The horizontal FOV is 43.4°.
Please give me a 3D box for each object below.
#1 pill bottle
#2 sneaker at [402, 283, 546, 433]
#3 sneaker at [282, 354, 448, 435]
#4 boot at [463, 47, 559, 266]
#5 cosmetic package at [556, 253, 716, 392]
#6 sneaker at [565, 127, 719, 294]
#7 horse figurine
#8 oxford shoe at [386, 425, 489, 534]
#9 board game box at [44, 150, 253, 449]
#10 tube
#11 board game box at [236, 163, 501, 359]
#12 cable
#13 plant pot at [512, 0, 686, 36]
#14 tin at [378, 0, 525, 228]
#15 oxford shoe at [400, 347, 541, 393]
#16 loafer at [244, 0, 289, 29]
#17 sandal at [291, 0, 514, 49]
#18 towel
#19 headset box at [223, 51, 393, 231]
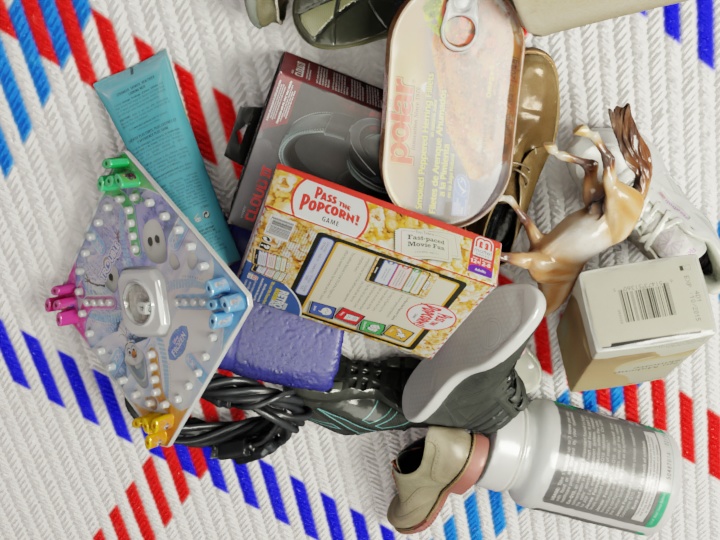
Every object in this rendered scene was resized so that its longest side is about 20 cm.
[{"bbox_3d":[0.219,0.199,0.943,0.198,0.113,0.114,15,115,-8],"label":"pill bottle"},{"bbox_3d":[0.130,0.086,0.851,0.098,0.071,0.200,16,134,-26],"label":"sneaker"},{"bbox_3d":[0.014,0.133,0.946,0.198,0.076,0.080,13,134,-3],"label":"sneaker"},{"bbox_3d":[0.141,-0.097,0.821,0.073,0.076,0.202,9,115,-2],"label":"boot"},{"bbox_3d":[0.244,0.055,0.829,0.104,0.200,0.072,-10,72,5],"label":"cosmetic package"},{"bbox_3d":[0.271,-0.055,0.827,0.199,0.100,0.075,38,112,-15],"label":"sneaker"},{"bbox_3d":[0.184,-0.046,0.788,0.132,0.050,0.200,38,107,-22],"label":"horse figurine"},{"bbox_3d":[0.063,0.216,0.959,0.074,0.071,0.201,24,135,-7],"label":"oxford shoe"},{"bbox_3d":[-0.203,0.030,0.824,0.200,0.026,0.201,47,124,21],"label":"board game box"},{"bbox_3d":[-0.171,-0.091,0.820,0.077,0.050,0.202,-22,93,6],"label":"tube"},{"bbox_3d":[0.000,0.000,0.785,0.198,0.047,0.152,19,147,-9],"label":"board game box"},{"bbox_3d":[-0.140,0.135,0.901,0.163,0.051,0.199,34,143,-26],"label":"cable"},{"bbox_3d":[0.195,-0.271,0.684,0.182,0.201,0.202,-18,115,20],"label":"plant pot"},{"bbox_3d":[0.071,-0.135,0.743,0.111,0.042,0.202,0,108,-13],"label":"tin"},{"bbox_3d":[0.099,0.078,0.916,0.199,0.058,0.075,31,110,-16],"label":"oxford shoe"},{"bbox_3d":[-0.041,-0.286,0.727,0.069,0.075,0.201,20,114,-5],"label":"loafer"},{"bbox_3d":[0.039,-0.230,0.763,0.199,0.057,0.081,-7,95,-8],"label":"sandal"},{"bbox_3d":[-0.109,0.028,0.880,0.198,0.050,0.149,12,95,-4],"label":"towel"},{"bbox_3d":[-0.021,-0.094,0.821,0.198,0.077,0.150,19,115,-11],"label":"headset box"}]
